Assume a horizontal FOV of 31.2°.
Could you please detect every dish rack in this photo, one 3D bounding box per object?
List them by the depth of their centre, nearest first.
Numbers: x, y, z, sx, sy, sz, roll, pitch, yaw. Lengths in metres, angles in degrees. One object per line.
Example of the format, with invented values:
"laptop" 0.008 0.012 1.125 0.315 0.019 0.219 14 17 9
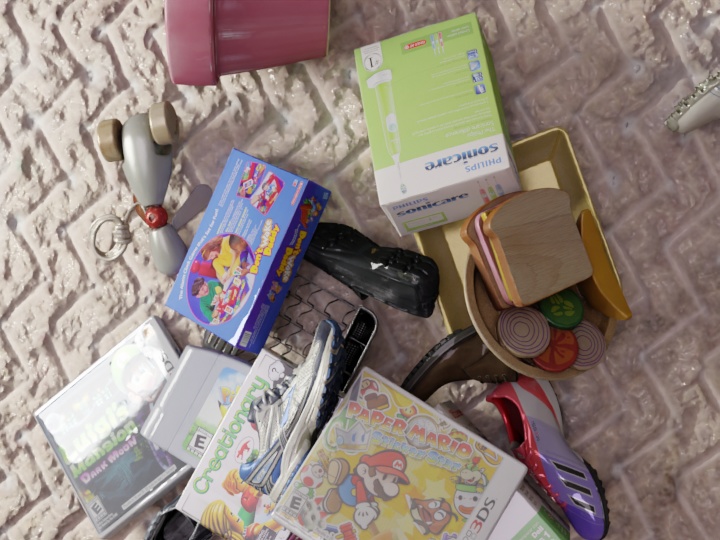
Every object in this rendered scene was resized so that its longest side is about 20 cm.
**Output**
"dish rack" -0.088 0.074 1.490 0.199 0.055 0.155 29 94 12

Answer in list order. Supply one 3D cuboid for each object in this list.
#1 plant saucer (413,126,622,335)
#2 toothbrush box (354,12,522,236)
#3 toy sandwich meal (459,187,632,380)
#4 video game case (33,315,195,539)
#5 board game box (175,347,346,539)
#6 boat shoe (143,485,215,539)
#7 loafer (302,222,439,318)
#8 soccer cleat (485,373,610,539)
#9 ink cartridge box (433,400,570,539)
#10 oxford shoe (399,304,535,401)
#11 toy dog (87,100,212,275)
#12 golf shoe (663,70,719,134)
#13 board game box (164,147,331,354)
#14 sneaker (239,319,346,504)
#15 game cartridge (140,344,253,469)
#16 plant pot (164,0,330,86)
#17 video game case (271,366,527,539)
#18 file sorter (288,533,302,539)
"plant saucer" 0.168 -0.032 1.438 0.198 0.048 0.202 -20 86 11
"toothbrush box" 0.084 -0.159 1.406 0.144 0.086 0.202 -16 62 12
"toy sandwich meal" 0.194 0.011 1.330 0.203 0.070 0.208 7 71 -21
"video game case" -0.273 0.185 1.527 0.199 0.023 0.183 -38 70 10
"board game box" -0.099 0.203 1.406 0.125 0.035 0.202 29 91 7
"boat shoe" -0.166 0.260 1.485 0.071 0.091 0.201 42 97 10
"loafer" 0.000 0.000 1.454 0.199 0.068 0.071 21 127 30
"soccer cleat" 0.203 0.208 1.405 0.073 0.068 0.202 -19 79 -33
"ink cartridge box" 0.129 0.239 1.392 0.084 0.146 0.200 -44 81 4
"oxford shoe" 0.127 0.097 1.385 0.199 0.073 0.085 -36 84 10
"toy dog" -0.242 -0.104 1.522 0.130 0.096 0.203 10 106 9
"golf shoe" 0.425 -0.185 1.373 0.199 0.078 0.098 -31 89 11
"board game box" -0.130 -0.024 1.470 0.134 0.045 0.202 25 92 40
"sneaker" -0.076 0.143 1.352 0.084 0.077 0.202 19 89 11
"game cartridge" -0.134 0.174 1.446 0.198 0.040 0.134 29 88 7
"plant pot" -0.123 -0.307 1.445 0.176 0.200 0.203 1 89 -4
"video game case" 0.040 0.224 1.299 0.199 0.023 0.183 30 74 11
"file sorter" -0.020 0.334 1.391 0.138 0.125 0.201 29 127 12
